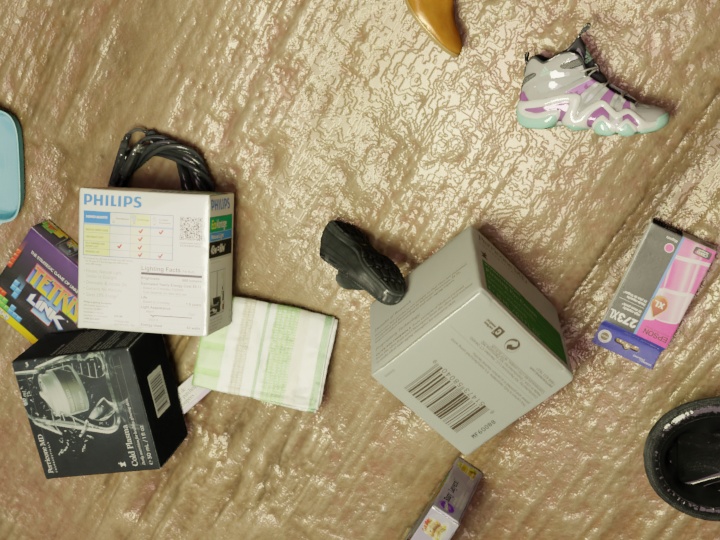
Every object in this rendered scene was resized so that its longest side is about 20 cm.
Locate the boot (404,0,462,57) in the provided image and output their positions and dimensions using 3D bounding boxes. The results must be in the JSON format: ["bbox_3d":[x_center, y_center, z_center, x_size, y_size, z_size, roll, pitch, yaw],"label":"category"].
[{"bbox_3d":[0.119,-0.400,1.454,0.144,0.071,0.202,-34,89,24],"label":"boot"}]

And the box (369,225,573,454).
[{"bbox_3d":[0.146,0.095,1.499,0.200,0.172,0.199,-40,114,21],"label":"box"}]

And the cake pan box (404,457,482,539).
[{"bbox_3d":[0.098,0.393,1.616,0.052,0.184,0.200,33,111,9],"label":"cake pan box"}]

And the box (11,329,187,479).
[{"bbox_3d":[-0.394,0.197,1.681,0.196,0.124,0.201,-7,106,16],"label":"box"}]

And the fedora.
[{"bbox_3d":[0.492,0.246,1.515,0.200,0.092,0.201,4,106,15],"label":"fedora"}]

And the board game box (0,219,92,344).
[{"bbox_3d":[-0.475,0.048,1.749,0.200,0.057,0.165,40,112,2],"label":"board game box"}]

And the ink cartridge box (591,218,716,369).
[{"bbox_3d":[0.401,0.037,1.516,0.094,0.037,0.201,25,112,8],"label":"ink cartridge box"}]

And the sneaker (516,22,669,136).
[{"bbox_3d":[0.305,-0.251,1.440,0.199,0.078,0.141,5,107,14],"label":"sneaker"}]

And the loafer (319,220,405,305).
[{"bbox_3d":[0.000,0.000,1.551,0.068,0.201,0.071,11,112,-35],"label":"loafer"}]

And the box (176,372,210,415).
[{"bbox_3d":[-0.238,0.165,1.723,0.200,0.041,0.039,-41,92,20],"label":"box"}]

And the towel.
[{"bbox_3d":[-0.144,0.122,1.660,0.199,0.031,0.150,12,88,2],"label":"towel"}]

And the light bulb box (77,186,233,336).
[{"bbox_3d":[-0.292,-0.017,1.587,0.197,0.125,0.201,4,96,9],"label":"light bulb box"}]

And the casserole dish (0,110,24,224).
[{"bbox_3d":[-0.580,-0.167,1.729,0.121,0.039,0.201,7,106,14],"label":"casserole dish"}]

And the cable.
[{"bbox_3d":[-0.308,-0.106,1.671,0.163,0.051,0.201,22,107,4],"label":"cable"}]
